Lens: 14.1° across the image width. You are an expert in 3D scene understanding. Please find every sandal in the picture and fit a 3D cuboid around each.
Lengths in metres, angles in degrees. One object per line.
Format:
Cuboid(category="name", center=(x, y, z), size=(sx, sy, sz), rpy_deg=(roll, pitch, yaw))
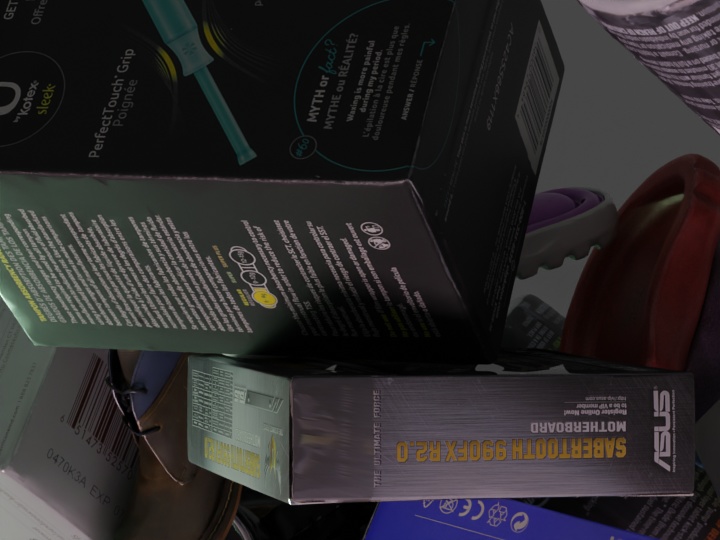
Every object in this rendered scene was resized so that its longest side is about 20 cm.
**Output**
Cuboid(category="sandal", center=(0.017, -0.011, 1.209), size=(0.202, 0.050, 0.082), rpy_deg=(-19, -165, -33))

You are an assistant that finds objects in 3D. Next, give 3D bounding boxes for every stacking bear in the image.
Cuboid(category="stacking bear", center=(0.196, 0.046, 1.250), size=(0.199, 0.122, 0.114), rpy_deg=(20, 166, -15))

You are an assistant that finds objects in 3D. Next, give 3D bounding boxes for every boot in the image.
Cuboid(category="boot", center=(-0.098, 0.076, 1.376), size=(0.097, 0.201, 0.075), rpy_deg=(36, 172, -23))

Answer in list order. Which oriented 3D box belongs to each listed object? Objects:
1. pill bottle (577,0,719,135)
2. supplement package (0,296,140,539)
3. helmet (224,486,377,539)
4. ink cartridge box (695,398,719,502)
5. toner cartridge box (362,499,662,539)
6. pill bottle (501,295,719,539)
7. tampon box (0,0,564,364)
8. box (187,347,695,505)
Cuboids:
Cuboid(category="pill bottle", center=(0.167, -0.082, 1.030), size=(0.106, 0.107, 0.200), rpy_deg=(-12, 143, 40))
Cuboid(category="supplement package", center=(-0.199, 0.071, 1.458), size=(0.199, 0.118, 0.117), rpy_deg=(1, 151, 36))
Cuboid(category="helmet", center=(-0.029, 0.178, 1.495), size=(0.199, 0.201, 0.191), rpy_deg=(22, 141, -15))
Cuboid(category="ink cartridge box", center=(0.250, 0.051, 1.150), size=(0.146, 0.084, 0.200), rpy_deg=(33, 110, -31))
Cuboid(category="toner cartridge box", center=(0.103, 0.135, 1.179), size=(0.199, 0.043, 0.095), rpy_deg=(12, 162, 43))
Cuboid(category="pill bottle", center=(0.122, 0.110, 1.319), size=(0.200, 0.106, 0.106), rpy_deg=(37, 153, 7))
Cuboid(category="tampon box", center=(-0.042, -0.060, 1.120), size=(0.199, 0.151, 0.126), rpy_deg=(3, 147, 21))
Cuboid(category="box", center=(0.026, 0.059, 1.150), size=(0.157, 0.049, 0.200), rpy_deg=(-1, -179, -15))
